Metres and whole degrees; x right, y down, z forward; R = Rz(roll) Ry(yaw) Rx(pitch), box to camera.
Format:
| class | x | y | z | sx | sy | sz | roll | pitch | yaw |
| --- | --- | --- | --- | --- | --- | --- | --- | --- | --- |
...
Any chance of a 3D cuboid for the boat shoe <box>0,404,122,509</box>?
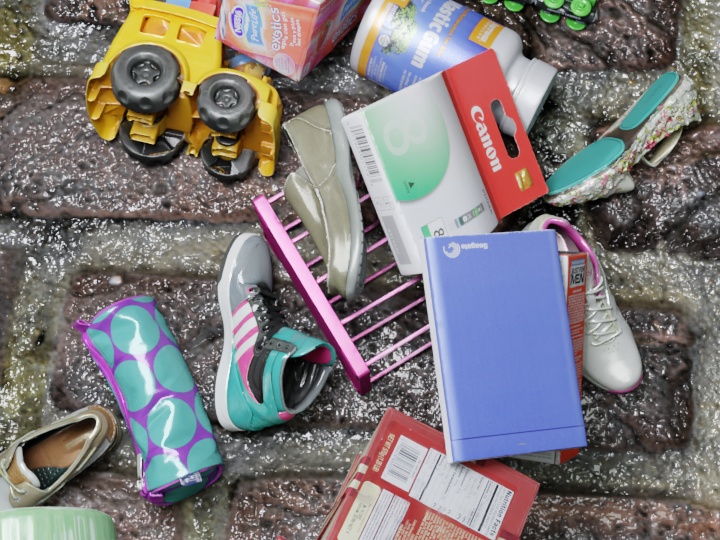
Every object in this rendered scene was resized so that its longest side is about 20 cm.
| class | x | y | z | sx | sy | sz | roll | pitch | yaw |
| --- | --- | --- | --- | --- | --- | --- | --- | --- | --- |
| boat shoe | -0.334 | 0.200 | 1.350 | 0.200 | 0.068 | 0.075 | -38 | 79 | -6 |

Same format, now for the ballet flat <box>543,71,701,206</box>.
| class | x | y | z | sx | sy | sz | roll | pitch | yaw |
| --- | --- | --- | --- | --- | --- | --- | --- | --- | --- |
| ballet flat | 0.279 | -0.122 | 1.401 | 0.200 | 0.076 | 0.064 | -42 | 114 | -1 |

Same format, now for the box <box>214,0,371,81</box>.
| class | x | y | z | sx | sy | sz | roll | pitch | yaw |
| --- | --- | --- | --- | --- | --- | --- | --- | --- | --- |
| box | -0.053 | -0.293 | 1.374 | 0.102 | 0.095 | 0.200 | 28 | 42 | 9 |

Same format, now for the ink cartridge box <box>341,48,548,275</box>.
| class | x | y | z | sx | sy | sz | roll | pitch | yaw |
| --- | --- | --- | --- | --- | --- | --- | --- | --- | --- |
| ink cartridge box | 0.094 | -0.109 | 1.283 | 0.199 | 0.050 | 0.162 | -28 | 102 | -27 |

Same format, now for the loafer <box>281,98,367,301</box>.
| class | x | y | z | sx | sy | sz | roll | pitch | yaw |
| --- | --- | --- | --- | --- | --- | --- | --- | --- | --- |
| loafer | -0.035 | -0.063 | 1.260 | 0.069 | 0.075 | 0.201 | -9 | 65 | 0 |

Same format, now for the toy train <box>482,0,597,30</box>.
| class | x | y | z | sx | sy | sz | roll | pitch | yaw |
| --- | --- | --- | --- | --- | --- | --- | --- | --- | --- |
| toy train | 0.163 | -0.313 | 1.457 | 0.199 | 0.042 | 0.057 | 18 | 70 | 6 |

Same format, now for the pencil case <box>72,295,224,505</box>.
| class | x | y | z | sx | sy | sz | roll | pitch | yaw |
| --- | --- | --- | --- | --- | --- | --- | --- | --- | --- |
| pencil case | -0.210 | 0.130 | 1.352 | 0.092 | 0.085 | 0.201 | -17 | 76 | -32 |

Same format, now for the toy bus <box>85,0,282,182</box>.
| class | x | y | z | sx | sy | sz | roll | pitch | yaw |
| --- | --- | --- | --- | --- | --- | --- | --- | --- | --- |
| toy bus | -0.164 | -0.210 | 1.411 | 0.199 | 0.136 | 0.193 | 15 | 63 | 3 |

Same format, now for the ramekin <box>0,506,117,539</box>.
| class | x | y | z | sx | sy | sz | roll | pitch | yaw |
| --- | --- | --- | --- | --- | --- | --- | --- | --- | --- |
| ramekin | -0.319 | 0.287 | 1.271 | 0.198 | 0.200 | 0.098 | -8 | 70 | 0 |

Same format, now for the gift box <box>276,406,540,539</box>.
| class | x | y | z | sx | sy | sz | roll | pitch | yaw |
| --- | --- | --- | --- | --- | --- | --- | --- | --- | --- |
| gift box | 0.035 | 0.246 | 1.253 | 0.199 | 0.187 | 0.185 | 30 | 58 | 5 |

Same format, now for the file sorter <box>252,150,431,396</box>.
| class | x | y | z | sx | sy | sz | roll | pitch | yaw |
| --- | --- | --- | --- | --- | --- | --- | --- | --- | --- |
| file sorter | 0.000 | 0.000 | 1.346 | 0.125 | 0.139 | 0.201 | -31 | 79 | -6 |

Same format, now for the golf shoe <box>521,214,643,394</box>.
| class | x | y | z | sx | sy | sz | roll | pitch | yaw |
| --- | --- | --- | --- | --- | --- | --- | --- | --- | --- |
| golf shoe | 0.222 | 0.033 | 1.356 | 0.075 | 0.092 | 0.201 | -29 | 80 | -7 |

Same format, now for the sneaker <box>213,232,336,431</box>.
| class | x | y | z | sx | sy | sz | roll | pitch | yaw |
| --- | --- | --- | --- | --- | --- | --- | --- | --- | --- |
| sneaker | -0.082 | 0.060 | 1.341 | 0.120 | 0.083 | 0.202 | -2 | 84 | 34 |

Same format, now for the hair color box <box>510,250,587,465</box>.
| class | x | y | z | sx | sy | sz | roll | pitch | yaw |
| --- | --- | --- | --- | --- | --- | --- | --- | --- | --- |
| hair color box | 0.157 | 0.080 | 1.317 | 0.110 | 0.064 | 0.202 | 4 | 94 | 27 |

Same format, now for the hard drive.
| class | x | y | z | sx | sy | sz | roll | pitch | yaw |
| --- | --- | --- | --- | --- | --- | --- | --- | --- | --- |
| hard drive | 0.129 | 0.066 | 1.222 | 0.131 | 0.025 | 0.202 | -4 | 80 | -18 |

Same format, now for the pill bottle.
| class | x | y | z | sx | sy | sz | roll | pitch | yaw |
| --- | --- | --- | --- | --- | --- | --- | --- | --- | --- |
| pill bottle | 0.099 | -0.216 | 1.401 | 0.199 | 0.112 | 0.113 | 27 | 80 | 7 |
